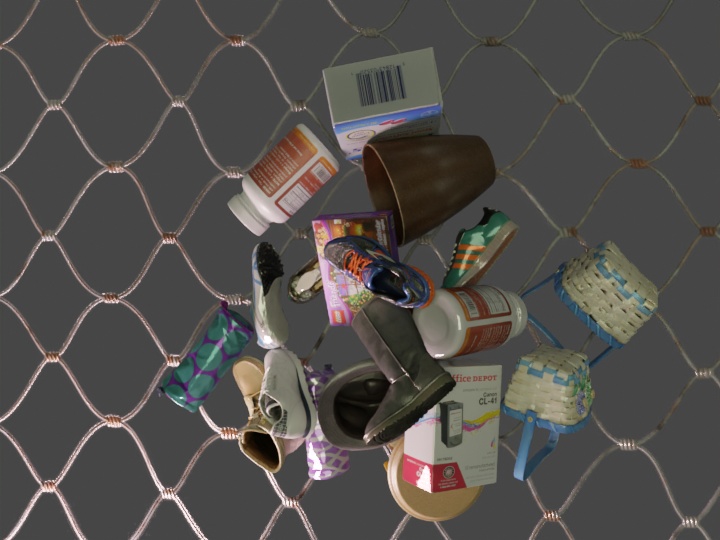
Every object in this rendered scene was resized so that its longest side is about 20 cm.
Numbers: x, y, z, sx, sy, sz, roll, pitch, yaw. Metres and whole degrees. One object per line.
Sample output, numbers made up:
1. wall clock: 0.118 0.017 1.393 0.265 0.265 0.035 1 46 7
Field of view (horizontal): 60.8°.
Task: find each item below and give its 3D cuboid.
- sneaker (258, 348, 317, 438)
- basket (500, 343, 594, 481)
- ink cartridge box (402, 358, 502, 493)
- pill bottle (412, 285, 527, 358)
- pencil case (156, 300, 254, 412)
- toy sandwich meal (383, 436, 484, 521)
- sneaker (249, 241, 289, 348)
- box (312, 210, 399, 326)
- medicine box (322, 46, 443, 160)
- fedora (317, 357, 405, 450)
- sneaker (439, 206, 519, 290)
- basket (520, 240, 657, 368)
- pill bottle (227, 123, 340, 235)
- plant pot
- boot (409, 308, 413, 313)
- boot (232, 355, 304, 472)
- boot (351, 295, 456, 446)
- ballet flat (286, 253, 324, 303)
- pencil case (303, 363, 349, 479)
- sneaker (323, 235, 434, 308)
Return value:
1. sneaker: -0.142 0.207 1.074 0.080 0.200 0.077 5 121 -29
2. basket: 0.314 0.239 1.043 0.138 0.176 0.202 19 109 31
3. ink cartridge box: 0.154 0.253 1.024 0.147 0.085 0.202 4 90 -31
4. pill bottle: 0.192 0.083 1.047 0.112 0.199 0.113 3 94 49
5. pencil case: -0.286 0.163 1.146 0.092 0.085 0.200 40 92 27
6. toy sandwich meal: 0.132 0.355 1.125 0.203 0.070 0.207 0 93 -6
7. sneaker: -0.181 0.047 1.151 0.072 0.072 0.202 -13 80 36
8. box: 0.000 0.000 1.065 0.136 0.039 0.201 -2 110 21
9. medicine box: 0.043 -0.281 1.064 0.181 0.200 0.104 -10 83 4
10. fedora: 0.018 0.218 1.083 0.199 0.090 0.178 -19 111 -4
11. sneaker: 0.197 -0.026 1.124 0.080 0.071 0.200 43 99 23
12. basket: 0.401 0.065 1.071 0.176 0.139 0.200 46 120 0
13. pill bottle: -0.143 -0.162 1.123 0.200 0.112 0.112 -43 87 3
14. plant pot: 0.128 -0.163 1.083 0.199 0.187 0.188 -21 88 -9
15. boot: 0.065 0.088 1.128 0.107 0.075 0.201 -25 89 9
16. boot: -0.182 0.253 1.100 0.073 0.155 0.201 -32 88 11
17. boot: 0.036 0.150 0.975 0.181 0.073 0.200 -38 59 -1
18. ballet flat: -0.058 -0.009 1.138 0.200 0.072 0.072 -41 87 3
19. pencil case: -0.075 0.280 1.133 0.085 0.084 0.202 -12 86 43
20. sneaker: 0.022 -0.001 0.976 0.199 0.078 0.076 25 105 23
